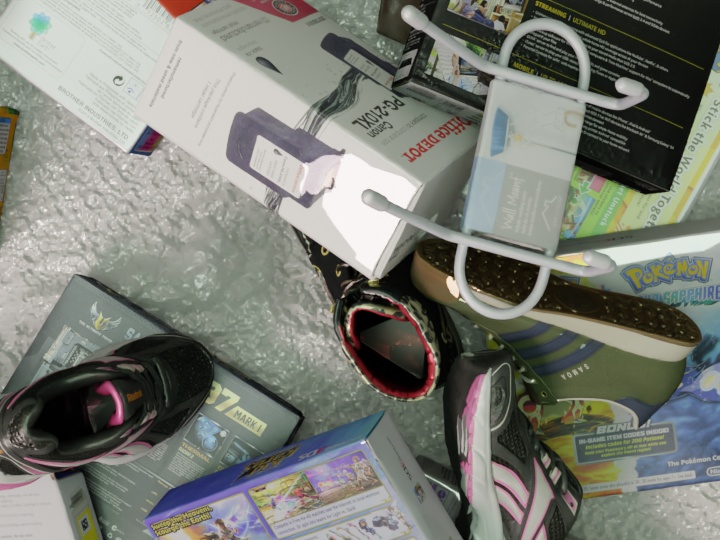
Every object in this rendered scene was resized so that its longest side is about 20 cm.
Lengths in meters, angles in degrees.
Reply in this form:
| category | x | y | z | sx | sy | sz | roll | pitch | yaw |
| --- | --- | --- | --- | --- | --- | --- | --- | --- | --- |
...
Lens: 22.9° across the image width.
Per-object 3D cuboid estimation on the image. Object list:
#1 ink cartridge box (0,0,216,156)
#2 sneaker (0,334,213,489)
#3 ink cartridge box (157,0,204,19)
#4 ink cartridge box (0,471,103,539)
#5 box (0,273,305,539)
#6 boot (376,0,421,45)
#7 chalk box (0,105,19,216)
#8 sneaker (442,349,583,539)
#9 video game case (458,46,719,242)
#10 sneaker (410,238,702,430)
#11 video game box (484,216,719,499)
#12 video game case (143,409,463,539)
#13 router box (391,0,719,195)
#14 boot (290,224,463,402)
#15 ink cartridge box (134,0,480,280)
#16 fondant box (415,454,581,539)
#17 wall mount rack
| category | x | y | z | sx | sy | sz | roll | pitch | yaw |
| --- | --- | --- | --- | --- | --- | --- | --- | --- | --- |
| ink cartridge box | -0.155 | -0.201 | 1.272 | 0.136 | 0.076 | 0.201 | 36 | 97 | 1 |
| sneaker | -0.166 | 0.093 | 1.182 | 0.086 | 0.199 | 0.081 | -21 | 93 | 45 |
| ink cartridge box | -0.087 | -0.268 | 1.218 | 0.109 | 0.050 | 0.200 | 45 | 58 | 4 |
| ink cartridge box | -0.278 | 0.198 | 1.283 | 0.196 | 0.047 | 0.201 | -6 | 106 | 23 |
| box | -0.163 | 0.120 | 1.299 | 0.199 | 0.051 | 0.158 | 31 | 90 | 3 |
| boot | 0.106 | -0.245 | 1.247 | 0.185 | 0.064 | 0.202 | 4 | 90 | 19 |
| chalk box | -0.364 | -0.076 | 1.278 | 0.198 | 0.125 | 0.125 | 11 | 95 | 4 |
| sneaker | 0.107 | 0.138 | 1.206 | 0.086 | 0.080 | 0.201 | -10 | 120 | -8 |
| video game case | 0.170 | -0.111 | 1.273 | 0.181 | 0.023 | 0.201 | 29 | 95 | 3 |
| sneaker | 0.121 | 0.051 | 1.196 | 0.199 | 0.067 | 0.090 | 17 | 118 | -1 |
| video game box | 0.190 | 0.065 | 1.256 | 0.198 | 0.047 | 0.184 | -9 | 101 | 6 |
| video game case | -0.022 | 0.205 | 1.208 | 0.199 | 0.045 | 0.182 | -22 | 106 | 31 |
| router box | 0.139 | -0.156 | 1.202 | 0.199 | 0.051 | 0.150 | 22 | 85 | -13 |
| boot | 0.002 | 0.000 | 1.229 | 0.073 | 0.154 | 0.204 | -33 | 89 | 8 |
| ink cartridge box | -0.028 | -0.100 | 1.205 | 0.199 | 0.145 | 0.085 | 35 | 119 | 9 |
| fondant box | 0.095 | 0.245 | 1.285 | 0.199 | 0.058 | 0.145 | 28 | 95 | 4 |
| wall mount rack | 0.086 | -0.077 | 1.117 | 0.173 | 0.075 | 0.202 | 14 | 81 | -13 |
